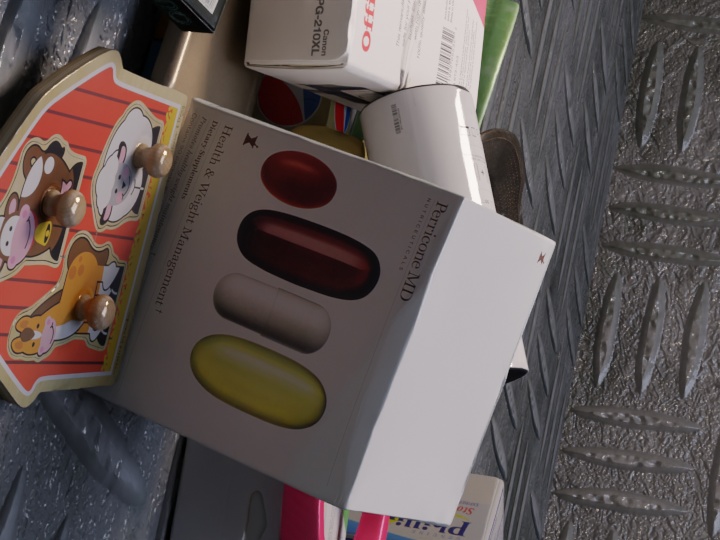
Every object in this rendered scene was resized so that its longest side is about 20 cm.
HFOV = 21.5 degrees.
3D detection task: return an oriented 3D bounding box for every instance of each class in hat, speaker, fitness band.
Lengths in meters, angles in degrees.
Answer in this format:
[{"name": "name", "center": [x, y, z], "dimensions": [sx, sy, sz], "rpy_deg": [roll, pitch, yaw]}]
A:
[{"name": "hat", "center": [0.057, -0.015, 1.421], "dimensions": [0.200, 0.080, 0.202], "rpy_deg": [-27, 121, -60]}, {"name": "speaker", "center": [0.056, -0.018, 1.272], "dimensions": [0.081, 0.081, 0.201], "rpy_deg": [40, 37, -74]}, {"name": "fitness band", "center": [-0.017, 0.172, 1.377], "dimensions": [0.200, 0.037, 0.144], "rpy_deg": [70, 32, -58]}]

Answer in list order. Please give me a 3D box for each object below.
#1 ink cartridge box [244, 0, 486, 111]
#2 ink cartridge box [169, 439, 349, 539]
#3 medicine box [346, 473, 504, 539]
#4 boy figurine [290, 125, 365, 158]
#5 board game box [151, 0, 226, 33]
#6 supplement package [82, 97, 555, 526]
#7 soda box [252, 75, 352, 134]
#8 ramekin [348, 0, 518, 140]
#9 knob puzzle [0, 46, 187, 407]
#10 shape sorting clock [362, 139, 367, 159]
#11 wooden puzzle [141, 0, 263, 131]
[{"name": "ink cartridge box", "center": [0.010, -0.191, 1.306], "dimensions": [0.200, 0.084, 0.146], "rpy_deg": [13, 82, -62]}, {"name": "ink cartridge box", "center": [-0.071, 0.186, 1.409], "dimensions": [0.200, 0.087, 0.146], "rpy_deg": [36, 62, -76]}, {"name": "medicine box", "center": [0.028, 0.272, 1.653], "dimensions": [0.103, 0.181, 0.201], "rpy_deg": [-65, 158, -52]}, {"name": "boy figurine", "center": [-0.018, -0.002, 1.291], "dimensions": [0.124, 0.064, 0.201], "rpy_deg": [122, -37, -59]}, {"name": "board game box", "center": [-0.112, -0.232, 0.978], "dimensions": [0.200, 0.028, 0.136], "rpy_deg": [44, 61, -51]}, {"name": "supplement package", "center": [-0.024, 0.027, 1.147], "dimensions": [0.147, 0.199, 0.192], "rpy_deg": [22, 89, -61]}, {"name": "soda box", "center": [-0.039, -0.153, 1.392], "dimensions": [0.064, 0.067, 0.202], "rpy_deg": [41, 57, -73]}, {"name": "ramekin", "center": [0.053, -0.139, 1.564], "dimensions": [0.200, 0.097, 0.201], "rpy_deg": [19, 90, -89]}, {"name": "knob puzzle", "center": [-0.153, -0.021, 1.019], "dimensions": [0.220, 0.030, 0.221], "rpy_deg": [-51, 150, -46]}, {"name": "shape sorting clock", "center": [0.000, 0.000, 1.438], "dimensions": [0.200, 0.039, 0.202], "rpy_deg": [8, 90, -72]}, {"name": "wooden puzzle", "center": [-0.101, -0.132, 1.232], "dimensions": [0.200, 0.037, 0.186], "rpy_deg": [81, 20, -61]}]
